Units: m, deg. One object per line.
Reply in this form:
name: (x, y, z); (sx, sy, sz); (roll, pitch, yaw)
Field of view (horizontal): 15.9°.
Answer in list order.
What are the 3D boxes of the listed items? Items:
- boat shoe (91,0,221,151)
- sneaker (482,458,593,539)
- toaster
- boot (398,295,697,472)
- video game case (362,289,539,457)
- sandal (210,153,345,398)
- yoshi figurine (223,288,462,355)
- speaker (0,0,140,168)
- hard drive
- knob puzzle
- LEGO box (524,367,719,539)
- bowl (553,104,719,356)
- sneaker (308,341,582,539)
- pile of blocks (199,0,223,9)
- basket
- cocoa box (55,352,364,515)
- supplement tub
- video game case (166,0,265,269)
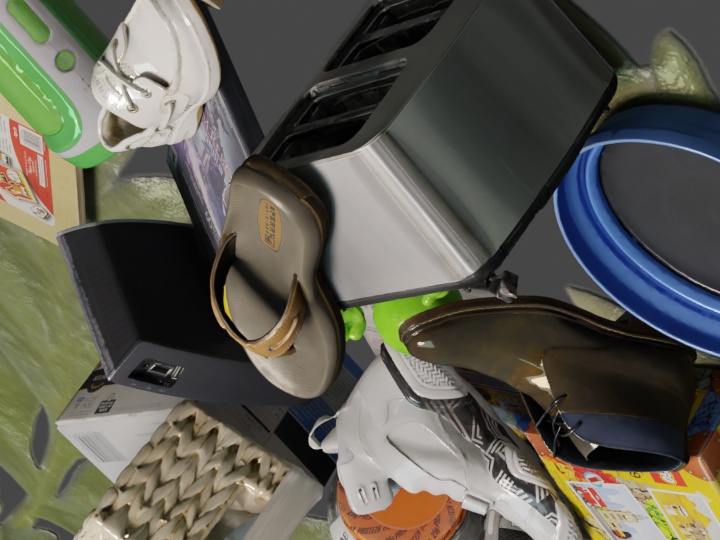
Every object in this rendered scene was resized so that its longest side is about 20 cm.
boat shoe: (-0.137, -0.122, 1.643); (0.071, 0.069, 0.200); (59, 162, 16)
sneaker: (0.159, 0.210, 1.903); (0.200, 0.078, 0.078); (34, 153, -30)
toaster: (0.038, -0.075, 1.493); (0.119, 0.181, 0.199); (47, 150, -22)
boot: (0.123, 0.074, 1.634); (0.198, 0.098, 0.075); (3, 155, -11)
video game case: (0.075, 0.077, 1.862); (0.143, 0.018, 0.200); (9, 143, 37)
sandal: (-0.053, 0.014, 1.485); (0.081, 0.055, 0.200); (29, 150, 16)
yoshi figurine: (0.007, 0.013, 1.656); (0.112, 0.199, 0.113); (35, 114, 31)
speaker: (-0.229, -0.163, 1.734); (0.088, 0.089, 0.200); (-6, 133, 50)
hard drive: (-0.112, 0.027, 1.799); (0.199, 0.135, 0.042); (10, 139, -47)
knob puzzle: (-0.290, -0.109, 1.937); (0.219, 0.031, 0.220); (25, 151, 15)
LEGO box: (0.226, 0.155, 1.765); (0.148, 0.077, 0.200); (5, 141, 42)
bowl: (0.212, -0.022, 1.546); (0.200, 0.039, 0.201); (25, 151, 15)
sneaker: (0.059, 0.146, 1.810); (0.200, 0.115, 0.075); (47, -173, 3)
pile of blocks: (-0.089, -0.228, 1.491); (0.062, 0.082, 0.201); (15, 146, 30)
basket: (-0.132, 0.196, 1.864); (0.123, 0.136, 0.200); (38, 152, 0)
cocoa box: (-0.109, 0.105, 1.975); (0.133, 0.132, 0.199); (47, 149, -23)
supplement tub: (0.040, 0.195, 1.939); (0.122, 0.123, 0.200); (24, 162, 17)
video game case: (-0.095, -0.071, 1.722); (0.200, 0.019, 0.143); (102, 148, -61)
